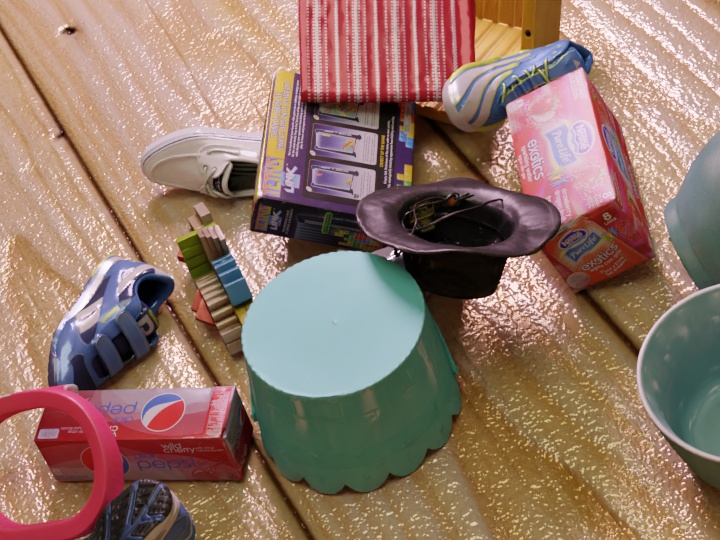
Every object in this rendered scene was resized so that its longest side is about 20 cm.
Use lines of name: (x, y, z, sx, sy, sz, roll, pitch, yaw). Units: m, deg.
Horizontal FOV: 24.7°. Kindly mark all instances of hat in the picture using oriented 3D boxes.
hat: (0.091, -0.020, 1.567, 0.198, 0.082, 0.201, 0, 23, 0)

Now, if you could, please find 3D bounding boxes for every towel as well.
towel: (0.031, -0.250, 1.791, 0.197, 0.023, 0.147, -1, 73, -4)

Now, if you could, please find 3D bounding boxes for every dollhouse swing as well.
dollhouse swing: (0.099, -0.292, 1.853, 0.198, 0.184, 0.175, 20, 36, 30)

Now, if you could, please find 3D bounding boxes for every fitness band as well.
fitness band: (-0.304, 0.185, 1.546, 0.198, 0.037, 0.146, -13, 87, 33)

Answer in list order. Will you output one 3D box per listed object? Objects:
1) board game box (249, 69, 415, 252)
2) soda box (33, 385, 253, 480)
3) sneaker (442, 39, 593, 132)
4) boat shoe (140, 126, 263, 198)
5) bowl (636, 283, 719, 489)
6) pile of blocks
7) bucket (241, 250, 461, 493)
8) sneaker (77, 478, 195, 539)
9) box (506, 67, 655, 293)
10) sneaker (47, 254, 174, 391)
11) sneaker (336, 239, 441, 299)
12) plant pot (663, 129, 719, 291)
board game box: (-0.027, -0.116, 1.758, 0.163, 0.057, 0.202, 10, 48, -5)
soda box: (-0.208, 0.159, 1.587, 0.197, 0.070, 0.064, -2, 47, 16)
sneaker: (0.174, -0.207, 1.743, 0.105, 0.076, 0.199, -26, 1, 45)
boat shoe: (-0.150, -0.115, 1.818, 0.197, 0.074, 0.067, -7, 44, 9)
bowl: (0.346, 0.117, 1.437, 0.198, 0.106, 0.202, -9, 46, 9)
pile of blocks: (-0.155, 0.010, 1.700, 0.062, 0.083, 0.201, -25, 47, -8)
bucket: (-0.013, 0.090, 1.547, 0.204, 0.136, 0.209, -7, 46, 8)
sneaker: (-0.232, 0.277, 1.490, 0.199, 0.077, 0.076, -37, 49, 6)
box: (0.220, -0.092, 1.655, 0.095, 0.100, 0.201, -25, 43, 20)
sneaker: (-0.257, 0.065, 1.688, 0.081, 0.074, 0.201, 7, 52, 20)
sneaker: (0.000, 0.000, 1.667, 0.198, 0.075, 0.082, -20, 47, -2)
plant pot: (0.369, -0.043, 1.537, 0.133, 0.200, 0.202, -31, 40, 26)
